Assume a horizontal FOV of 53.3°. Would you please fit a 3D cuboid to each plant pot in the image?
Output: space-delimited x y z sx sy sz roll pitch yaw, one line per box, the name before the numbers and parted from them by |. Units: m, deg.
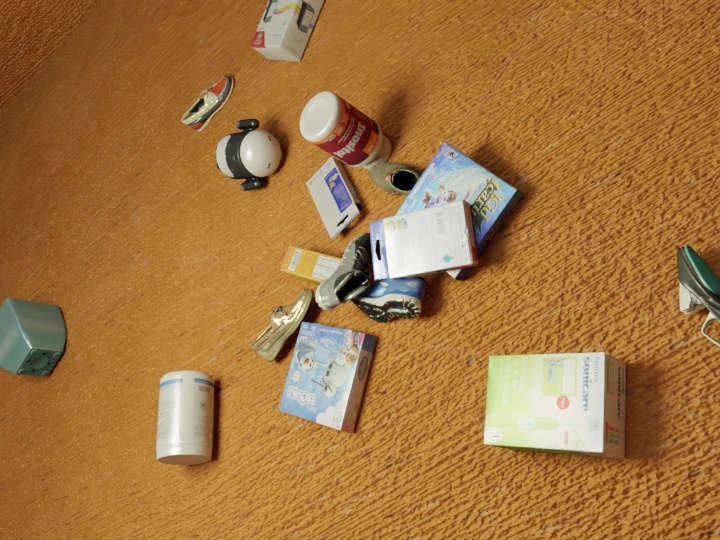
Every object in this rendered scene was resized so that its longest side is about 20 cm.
plant pot | -1.086 0.238 2.361 0.200 0.196 0.196 45 106 34

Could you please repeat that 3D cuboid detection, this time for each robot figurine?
robot figurine | -0.292 -0.300 1.865 0.199 0.151 0.125 2 46 45

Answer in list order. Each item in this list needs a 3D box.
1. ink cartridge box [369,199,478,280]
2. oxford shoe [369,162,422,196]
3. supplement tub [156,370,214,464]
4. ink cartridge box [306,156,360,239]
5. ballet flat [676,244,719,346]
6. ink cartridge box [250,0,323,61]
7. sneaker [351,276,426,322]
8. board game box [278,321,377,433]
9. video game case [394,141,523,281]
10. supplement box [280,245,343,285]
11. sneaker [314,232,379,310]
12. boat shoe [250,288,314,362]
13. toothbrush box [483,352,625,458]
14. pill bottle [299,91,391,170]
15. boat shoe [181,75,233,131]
ink cartridge box | 0.114 -0.051 1.340 0.199 0.042 0.120 -11 80 26
oxford shoe | 0.079 -0.196 1.501 0.200 0.075 0.071 23 90 46
supplement tub | -0.416 0.351 1.711 0.132 0.132 0.201 -22 59 36
ink cartridge box | -0.058 -0.164 1.647 0.095 0.037 0.200 -43 46 22
ballet flat | 0.496 0.052 1.013 0.068 0.068 0.200 -51 45 28
ink cartridge box | -0.198 -0.680 1.954 0.147 0.085 0.201 19 88 46
sneaker | 0.060 0.048 1.433 0.200 0.079 0.089 -5 47 49
board game box | -0.071 0.217 1.499 0.199 0.043 0.200 5 77 45
video game case | 0.176 -0.113 1.362 0.181 0.045 0.200 39 102 27
supplement box | -0.088 -0.002 1.589 0.200 0.066 0.069 18 83 45
sneaker | 0.000 0.000 1.450 0.200 0.075 0.115 -55 20 -23
boat shoe | -0.174 0.115 1.605 0.200 0.064 0.071 -55 8 14
toothbrush box | 0.301 0.208 1.120 0.199 0.086 0.146 -6 70 40
pill bottle | -0.026 -0.294 1.551 0.113 0.200 0.114 -18 62 37
boat shoe | -0.456 -0.505 2.145 0.200 0.062 0.071 -46 46 18
